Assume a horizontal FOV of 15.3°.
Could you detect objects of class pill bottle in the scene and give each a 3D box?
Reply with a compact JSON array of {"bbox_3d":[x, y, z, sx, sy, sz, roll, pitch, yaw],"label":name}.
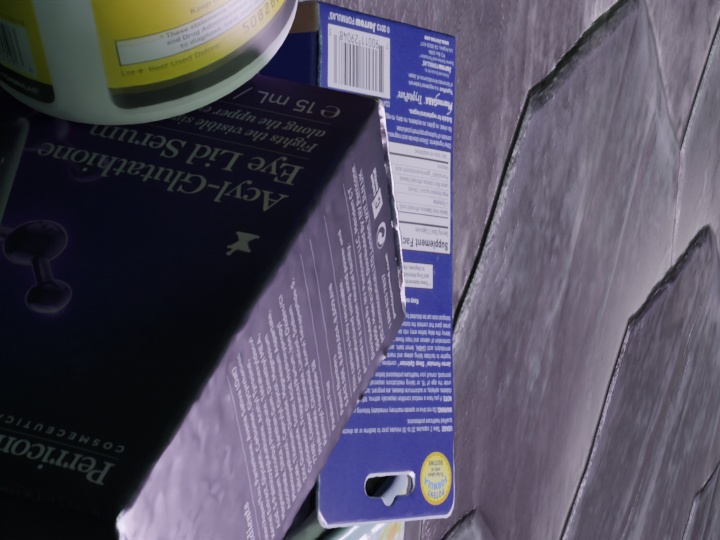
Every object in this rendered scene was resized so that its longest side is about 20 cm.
[{"bbox_3d":[-0.085,-0.151,0.832,0.200,0.112,0.112,81,28,-45],"label":"pill bottle"}]

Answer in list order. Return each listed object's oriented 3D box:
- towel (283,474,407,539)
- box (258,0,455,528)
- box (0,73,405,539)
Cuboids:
[{"bbox_3d":[-0.054,0.175,1.114,0.200,0.048,0.172,-35,145,-40],"label":"towel"},{"bbox_3d":[0.000,0.000,1.066,0.121,0.032,0.201,5,83,-62],"label":"box"},{"bbox_3d":[-0.090,0.029,0.867,0.105,0.147,0.200,82,27,-42],"label":"box"}]
